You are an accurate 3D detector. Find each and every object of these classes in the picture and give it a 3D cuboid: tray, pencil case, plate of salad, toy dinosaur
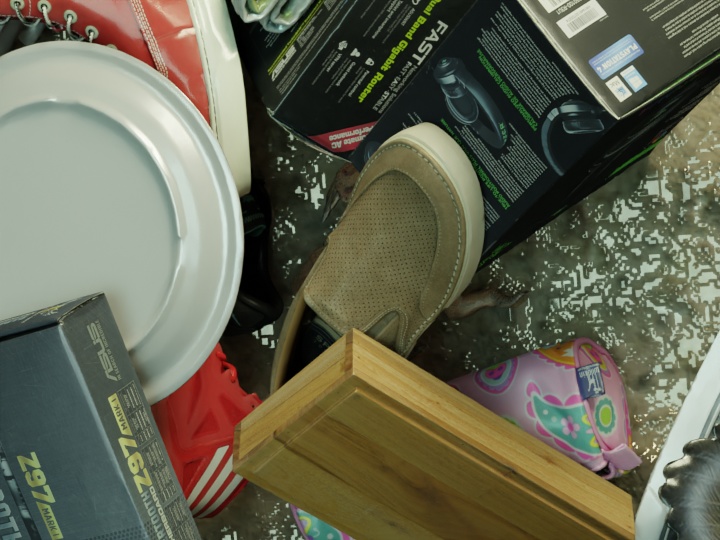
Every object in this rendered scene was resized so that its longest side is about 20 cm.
[{"bbox_3d":[0.040,0.114,1.223,0.200,0.037,0.099,31,127,-27],"label":"tray"},{"bbox_3d":[0.058,0.105,1.297,0.199,0.087,0.088,-21,89,19],"label":"pencil case"},{"bbox_3d":[-0.148,-0.021,1.225,0.199,0.048,0.201,3,98,22],"label":"plate of salad"},{"bbox_3d":[0.000,0.000,1.312,0.200,0.086,0.136,-44,72,32],"label":"toy dinosaur"}]

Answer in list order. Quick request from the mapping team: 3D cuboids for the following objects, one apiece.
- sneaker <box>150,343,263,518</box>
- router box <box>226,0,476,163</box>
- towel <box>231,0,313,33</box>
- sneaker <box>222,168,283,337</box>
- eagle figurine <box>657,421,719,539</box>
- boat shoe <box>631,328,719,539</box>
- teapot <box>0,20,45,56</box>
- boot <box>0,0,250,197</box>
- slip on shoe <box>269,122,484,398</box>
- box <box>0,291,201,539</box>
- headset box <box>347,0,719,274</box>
[{"bbox_3d":[-0.102,0.044,1.296,0.078,0.115,0.201,-3,78,44],"label":"sneaker"},{"bbox_3d":[0.012,-0.177,1.250,0.062,0.150,0.200,29,108,-30],"label":"router box"},{"bbox_3d":[-0.024,-0.240,1.243,0.048,0.200,0.171,29,116,-32],"label":"towel"},{"bbox_3d":[-0.088,-0.057,1.331,0.079,0.075,0.201,-1,105,37],"label":"sneaker"},{"bbox_3d":[0.258,0.167,1.213,0.199,0.151,0.152,17,80,30],"label":"eagle figurine"},{"bbox_3d":[0.206,0.095,1.260,0.068,0.072,0.201,26,97,14],"label":"boat shoe"},{"bbox_3d":[-0.246,-0.178,1.339,0.146,0.198,0.200,24,133,-22],"label":"teapot"},{"bbox_3d":[-0.140,-0.120,1.238,0.144,0.072,0.201,-15,92,-8],"label":"boot"},{"bbox_3d":[0.002,0.009,1.184,0.076,0.060,0.200,47,139,15],"label":"slip on shoe"},{"bbox_3d":[-0.170,0.125,1.218,0.157,0.051,0.201,-15,101,29],"label":"box"},{"bbox_3d":[0.109,-0.098,1.180,0.093,0.174,0.200,52,145,6],"label":"headset box"}]
